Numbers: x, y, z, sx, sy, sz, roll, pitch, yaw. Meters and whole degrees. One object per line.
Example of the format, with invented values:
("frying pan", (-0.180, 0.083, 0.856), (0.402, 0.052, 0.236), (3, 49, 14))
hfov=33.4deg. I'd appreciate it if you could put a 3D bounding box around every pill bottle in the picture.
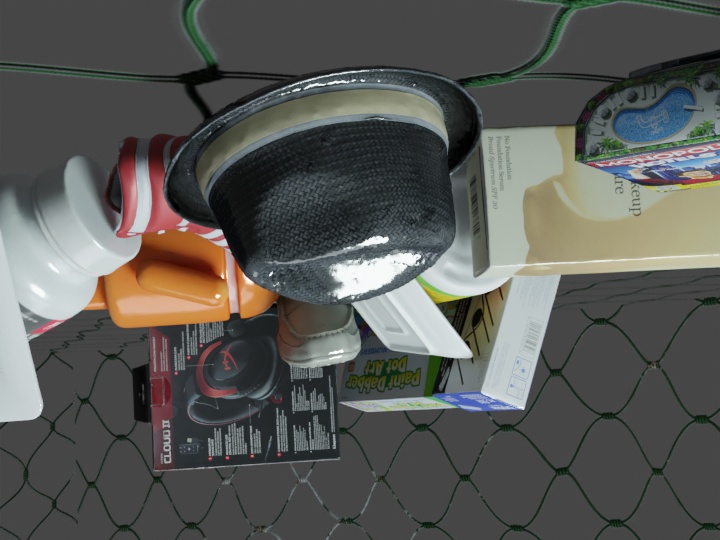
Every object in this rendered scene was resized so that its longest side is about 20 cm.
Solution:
("pill bottle", (0.046, -0.025, 1.002), (0.110, 0.112, 0.200), (-1, 174, -23))
("pill bottle", (-0.258, -0.001, 0.851), (0.199, 0.112, 0.111), (-28, 166, 19))

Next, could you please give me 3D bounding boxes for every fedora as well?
("fedora", (-0.012, -0.038, 0.713), (0.199, 0.092, 0.201), (-15, 158, -6))

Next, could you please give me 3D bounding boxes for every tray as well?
("tray", (0.000, 0.000, 0.946), (0.022, 0.200, 0.107), (-46, -159, -20))

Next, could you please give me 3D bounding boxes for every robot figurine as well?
("robot figurine", (-0.145, -0.012, 0.996), (0.198, 0.118, 0.144), (-5, 165, -6))

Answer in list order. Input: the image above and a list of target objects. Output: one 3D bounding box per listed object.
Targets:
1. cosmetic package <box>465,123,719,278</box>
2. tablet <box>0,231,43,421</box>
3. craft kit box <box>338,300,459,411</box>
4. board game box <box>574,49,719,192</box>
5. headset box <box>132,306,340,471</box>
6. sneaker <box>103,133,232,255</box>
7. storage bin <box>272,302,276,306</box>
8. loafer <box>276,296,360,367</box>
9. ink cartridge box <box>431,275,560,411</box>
("cosmetic package", (0.180, -0.052, 0.874), (0.198, 0.106, 0.071), (-4, 174, -5))
("tablet", (-0.289, 0.009, 0.793), (0.129, 0.202, 0.014), (-4, -163, 14))
("craft kit box", (0.068, 0.031, 1.136), (0.048, 0.200, 0.199), (18, 162, -34))
("board game box", (0.229, -0.097, 0.673), (0.198, 0.062, 0.199), (-7, 172, 31))
("headset box", (-0.121, 0.113, 1.156), (0.198, 0.150, 0.075), (-4, 174, -2))
("sneaker", (-0.115, -0.044, 0.856), (0.111, 0.072, 0.200), (-5, 158, 2))
("storage bin", (-0.119, -0.007, 1.181), (0.198, 0.095, 0.135), (0, 173, -24))
("loafer", (-0.041, 0.033, 1.007), (0.069, 0.071, 0.200), (-9, -168, -9))
("ink cartridge box", (0.122, 0.014, 0.991), (0.044, 0.202, 0.094), (22, 166, -18))
